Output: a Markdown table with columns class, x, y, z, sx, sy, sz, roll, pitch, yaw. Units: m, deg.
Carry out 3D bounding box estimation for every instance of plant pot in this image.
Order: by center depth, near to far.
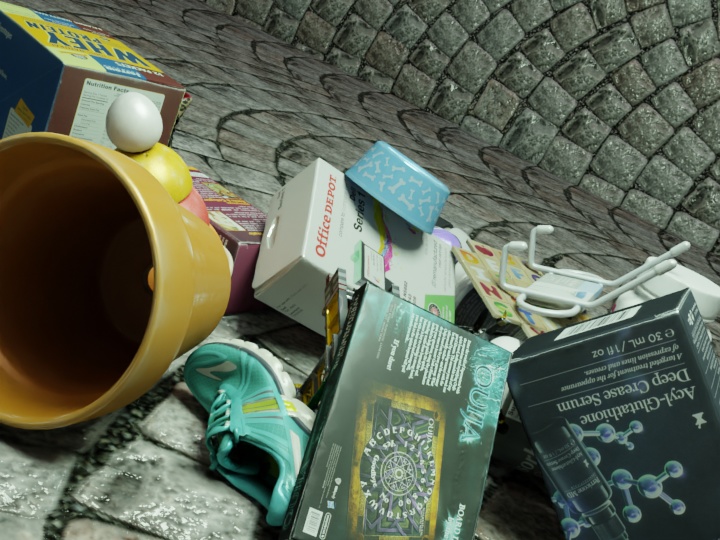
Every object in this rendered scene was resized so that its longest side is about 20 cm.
| class | x | y | z | sx | sy | sz | roll | pitch | yaw |
| --- | --- | --- | --- | --- | --- | --- | --- | --- | --- |
| plant pot | -0.195 | 0.009 | 0.718 | 0.200 | 0.201 | 0.183 | 28 | 7 | 16 |

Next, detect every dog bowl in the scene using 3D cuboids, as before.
| class | x | y | z | sx | sy | sz | roll | pitch | yaw |
| --- | --- | --- | --- | --- | --- | --- | --- | --- | --- |
| dog bowl | 0.045 | -0.095 | 1.018 | 0.111 | 0.050 | 0.200 | 36 | 9 | -1 |

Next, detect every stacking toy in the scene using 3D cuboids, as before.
| class | x | y | z | sx | sy | sz | roll | pitch | yaw |
| --- | --- | --- | --- | --- | --- | --- | --- | --- | --- |
| stacking toy | -0.198 | -0.068 | 0.859 | 0.145 | 0.201 | 0.146 | -2 | 31 | 1 |

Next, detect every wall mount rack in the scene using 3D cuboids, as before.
| class | x | y | z | sx | sy | sz | roll | pitch | yaw |
| --- | --- | --- | --- | --- | --- | --- | --- | --- | --- |
| wall mount rack | 0.246 | -0.001 | 0.989 | 0.173 | 0.075 | 0.200 | 12 | 16 | 23 |

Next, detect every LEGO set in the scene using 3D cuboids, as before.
| class | x | y | z | sx | sy | sz | roll | pitch | yaw |
| --- | --- | --- | --- | --- | --- | --- | --- | --- | --- |
| LEGO set | 0.022 | 0.083 | 0.801 | 0.199 | 0.154 | 0.116 | 11 | 42 | -13 |

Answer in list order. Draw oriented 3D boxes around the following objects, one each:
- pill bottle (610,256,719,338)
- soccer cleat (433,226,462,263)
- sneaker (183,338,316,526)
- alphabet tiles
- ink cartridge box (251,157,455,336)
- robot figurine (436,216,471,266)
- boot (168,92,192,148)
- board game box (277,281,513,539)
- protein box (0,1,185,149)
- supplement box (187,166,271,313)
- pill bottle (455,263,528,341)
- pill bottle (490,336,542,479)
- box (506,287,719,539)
| class | x | y | z | sx | sy | sz | roll | pitch | yaw |
| --- | --- | --- | --- | --- | --- | --- | --- | --- | --- |
| pill bottle | 0.328 | 0.094 | 1.074 | 0.113 | 0.201 | 0.113 | 21 | 17 | -7 |
| soccer cleat | 0.019 | -0.044 | 1.092 | 0.199 | 0.068 | 0.073 | 15 | -18 | 16 |
| sneaker | -0.085 | 0.118 | 0.715 | 0.079 | 0.078 | 0.200 | -5 | 32 | -40 |
| alphabet tiles | 0.186 | 0.031 | 1.007 | 0.166 | 0.006 | 0.200 | 17 | 26 | -25 |
| ink cartridge box | 0.000 | 0.000 | 0.972 | 0.200 | 0.084 | 0.145 | 32 | 43 | -26 |
| robot figurine | 0.053 | -0.025 | 1.217 | 0.200 | 0.125 | 0.150 | 30 | 29 | 22 |
| boot | -0.241 | -0.148 | 1.160 | 0.199 | 0.151 | 0.073 | 15 | 19 | -22 |
| board game box | 0.032 | 0.123 | 0.680 | 0.135 | 0.028 | 0.201 | 26 | 59 | -15 |
| protein box | -0.313 | -0.142 | 0.971 | 0.135 | 0.201 | 0.198 | 4 | 25 | -46 |
| supplement box | -0.173 | -0.039 | 1.034 | 0.200 | 0.086 | 0.110 | 33 | 21 | 31 |
| pill bottle | 0.171 | 0.074 | 1.084 | 0.113 | 0.114 | 0.200 | 11 | 22 | -34 |
| pill bottle | 0.160 | 0.132 | 0.898 | 0.199 | 0.116 | 0.116 | 22 | 17 | 0 |
| box | 0.226 | 0.136 | 0.763 | 0.107 | 0.148 | 0.201 | -20 | 89 | -64 |
